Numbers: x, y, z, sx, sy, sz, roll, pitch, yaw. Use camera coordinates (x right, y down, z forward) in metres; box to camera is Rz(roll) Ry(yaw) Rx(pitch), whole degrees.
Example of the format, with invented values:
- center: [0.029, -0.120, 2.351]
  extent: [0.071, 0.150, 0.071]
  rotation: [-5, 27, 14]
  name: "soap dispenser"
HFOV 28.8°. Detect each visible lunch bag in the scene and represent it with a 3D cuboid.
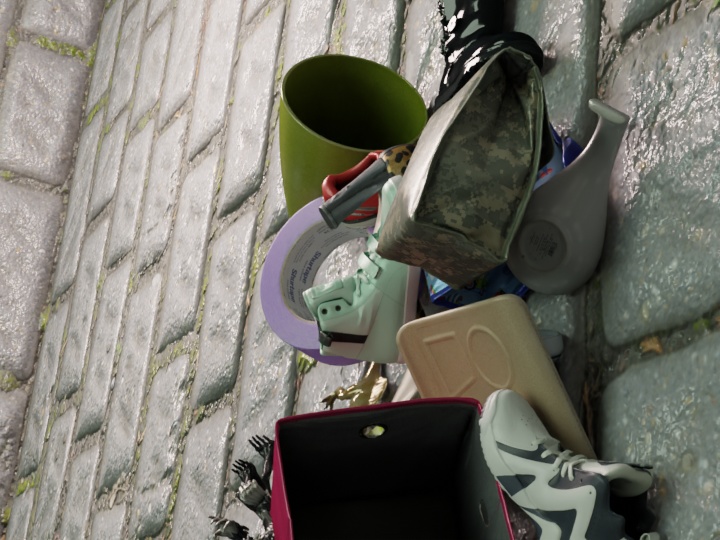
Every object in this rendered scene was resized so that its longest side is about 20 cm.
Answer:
- center: [0.156, -0.062, 1.447]
  extent: [0.200, 0.094, 0.151]
  rotation: [-43, 38, 26]
  name: "lunch bag"
- center: [0.108, -0.099, 1.331]
  extent: [0.164, 0.117, 0.202]
  rotation: [139, 153, -74]
  name: "lunch bag"

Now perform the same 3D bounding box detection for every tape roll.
- center: [-0.023, 0.009, 1.683]
  extent: [0.199, 0.066, 0.202]
  rotation: [-16, 61, 30]
  name: "tape roll"

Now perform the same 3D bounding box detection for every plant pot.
- center: [-0.029, -0.138, 1.783]
  extent: [0.188, 0.185, 0.201]
  rotation: [-99, 20, -44]
  name: "plant pot"

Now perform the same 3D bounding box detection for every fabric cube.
- center: [0.024, 0.256, 1.283]
  extent: [0.200, 0.194, 0.202]
  rotation: [98, 165, -56]
  name: "fabric cube"

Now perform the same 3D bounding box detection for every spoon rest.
- center: [0.203, -0.068, 1.330]
  extent: [0.099, 0.061, 0.201]
  rotation: [32, 117, 18]
  name: "spoon rest"

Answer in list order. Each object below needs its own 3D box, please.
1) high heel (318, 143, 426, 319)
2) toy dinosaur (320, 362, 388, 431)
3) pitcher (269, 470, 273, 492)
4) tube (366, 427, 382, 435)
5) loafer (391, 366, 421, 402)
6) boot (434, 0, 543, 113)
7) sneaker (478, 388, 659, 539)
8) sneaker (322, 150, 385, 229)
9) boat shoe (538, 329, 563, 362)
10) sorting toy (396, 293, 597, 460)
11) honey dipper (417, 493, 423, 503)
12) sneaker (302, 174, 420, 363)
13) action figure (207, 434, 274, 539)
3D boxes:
- center: [0.061, -0.035, 1.560]
  extent: [0.142, 0.201, 0.071]
  rotation: [-38, 20, -11]
  name: "high heel"
- center: [0.002, 0.153, 1.673]
  extent: [0.101, 0.058, 0.201]
  rotation: [-41, 21, 38]
  name: "toy dinosaur"
- center: [-0.012, 0.288, 1.460]
  extent: [0.201, 0.170, 0.122]
  rotation: [-98, 29, -44]
  name: "pitcher"
- center: [0.006, 0.220, 1.620]
  extent: [0.200, 0.052, 0.058]
  rotation: [-43, 72, 42]
  name: "tube"
- center: [0.065, 0.139, 1.494]
  extent: [0.075, 0.069, 0.202]
  rotation: [114, 159, -55]
  name: "loafer"
- center: [0.141, -0.277, 1.594]
  extent: [0.200, 0.076, 0.170]
  rotation: [144, 133, -63]
  name: "boot"
- center: [0.187, 0.169, 1.190]
  extent: [0.130, 0.079, 0.201]
  rotation: [-42, 54, 36]
  name: "sneaker"
- center: [0.048, -0.108, 1.601]
  extent: [0.198, 0.085, 0.078]
  rotation: [-22, 54, 13]
  name: "sneaker"
- center: [0.144, 0.094, 1.391]
  extent: [0.200, 0.071, 0.063]
  rotation: [165, 100, -70]
  name: "boat shoe"
- center: [0.129, 0.119, 1.331]
  extent: [0.200, 0.036, 0.186]
  rotation: [-21, 94, 58]
  name: "sorting toy"
- center: [0.010, 0.210, 1.439]
  extent: [0.038, 0.199, 0.038]
  rotation: [-57, 0, -1]
  name: "honey dipper"
- center: [0.000, 0.000, 1.469]
  extent: [0.074, 0.117, 0.203]
  rotation: [-128, 40, -76]
  name: "sneaker"
- center: [-0.136, 0.316, 1.802]
  extent: [0.119, 0.102, 0.201]
  rotation: [-45, 33, 27]
  name: "action figure"
